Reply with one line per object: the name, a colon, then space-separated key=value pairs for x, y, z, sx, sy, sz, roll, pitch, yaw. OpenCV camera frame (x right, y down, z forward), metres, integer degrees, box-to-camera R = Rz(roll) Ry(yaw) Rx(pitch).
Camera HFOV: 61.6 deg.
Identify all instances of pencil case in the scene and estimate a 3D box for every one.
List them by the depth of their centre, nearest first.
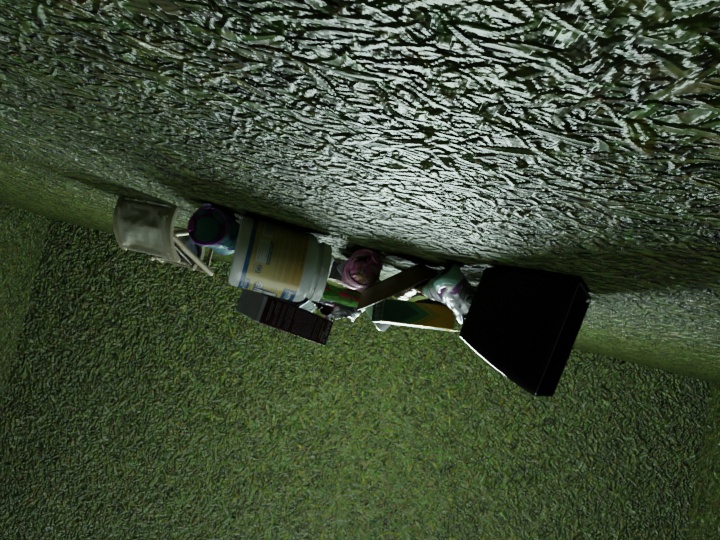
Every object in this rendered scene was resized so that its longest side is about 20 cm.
pencil case: x=-0.307 y=-0.084 z=1.295 sx=0.089 sy=0.088 sz=0.200 roll=13 pitch=176 yaw=0
pencil case: x=0.000 y=0.000 z=1.386 sx=0.084 sy=0.086 sz=0.200 roll=13 pitch=174 yaw=-5

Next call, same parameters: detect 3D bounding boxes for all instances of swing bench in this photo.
swing bench: x=-0.484 y=-0.085 z=1.509 sx=0.194 sy=0.134 sz=0.199 roll=11 pitch=174 yaw=27

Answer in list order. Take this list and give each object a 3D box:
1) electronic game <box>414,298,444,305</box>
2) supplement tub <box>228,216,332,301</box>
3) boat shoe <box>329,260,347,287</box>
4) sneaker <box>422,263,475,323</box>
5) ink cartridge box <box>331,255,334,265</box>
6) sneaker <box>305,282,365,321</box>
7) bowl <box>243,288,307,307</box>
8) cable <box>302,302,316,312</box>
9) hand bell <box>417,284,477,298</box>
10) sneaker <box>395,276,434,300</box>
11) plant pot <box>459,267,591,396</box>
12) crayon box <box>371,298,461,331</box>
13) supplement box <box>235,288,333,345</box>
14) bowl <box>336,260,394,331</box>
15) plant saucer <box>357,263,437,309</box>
electronic game: x=0.220 y=0.095 z=1.542 sx=0.193 sy=0.043 sz=0.200 roll=-4 pitch=-178 yaw=0
supplement tub: x=-0.168 y=-0.019 z=1.269 sx=0.194 sy=0.150 sz=0.144 roll=15 pitch=175 yaw=-13
boat shoe: x=-0.040 y=0.011 z=1.753 sx=0.195 sy=0.074 sz=0.068 roll=24 pitch=179 yaw=-3
sneaker: x=0.201 y=0.067 z=1.256 sx=0.141 sy=0.077 sz=0.200 roll=51 pitch=177 yaw=3
ink cartridge box: x=-0.154 y=-0.007 z=1.516 sx=0.066 sy=0.121 sz=0.199 roll=15 pitch=177 yaw=31
sneaker: x=-0.077 y=0.075 z=1.394 sx=0.195 sy=0.085 sz=0.077 roll=20 pitch=-155 yaw=-24
bowl: x=-0.183 y=0.009 z=1.398 sx=0.195 sy=0.204 sz=0.040 roll=15 pitch=-150 yaw=-19
cable: x=-0.188 y=0.033 z=1.641 sx=0.195 sy=0.206 sz=0.069 roll=-5 pitch=164 yaw=-35
hand bell: x=0.212 y=0.059 z=1.398 sx=0.197 sy=0.107 sz=0.103 roll=15 pitch=177 yaw=44
sneaker: x=0.135 y=0.029 z=1.539 sx=0.196 sy=0.072 sz=0.075 roll=1 pitch=151 yaw=45
plant pot: x=0.298 y=0.100 z=1.117 sx=0.174 sy=0.206 sz=0.198 roll=22 pitch=180 yaw=29
crayon box: x=0.132 y=0.102 z=1.368 sx=0.193 sy=0.053 sz=0.126 roll=8 pitch=174 yaw=-9
supplement box: x=-0.169 y=0.103 z=1.356 sx=0.197 sy=0.063 sz=0.108 roll=24 pitch=175 yaw=-36
bowl: x=0.028 y=0.055 z=1.571 sx=0.202 sy=0.074 sz=0.200 roll=56 pitch=-179 yaw=9
plant saucer: x=0.074 y=0.030 z=1.330 sx=0.195 sy=0.036 sz=0.200 roll=-25 pitch=180 yaw=0
